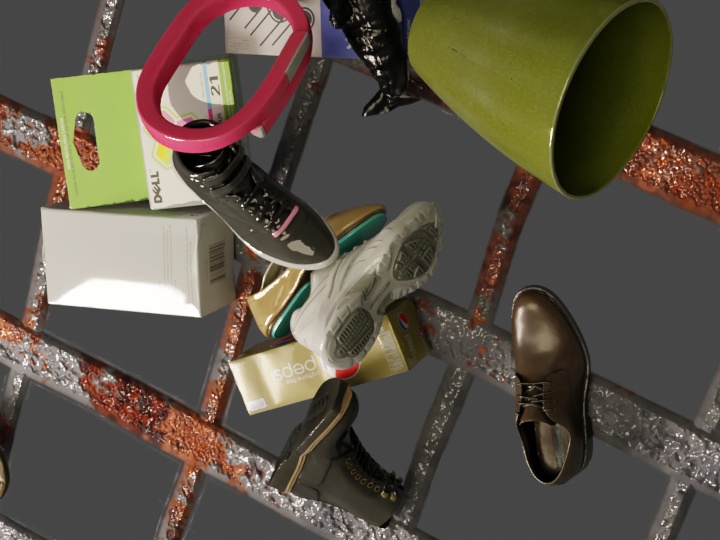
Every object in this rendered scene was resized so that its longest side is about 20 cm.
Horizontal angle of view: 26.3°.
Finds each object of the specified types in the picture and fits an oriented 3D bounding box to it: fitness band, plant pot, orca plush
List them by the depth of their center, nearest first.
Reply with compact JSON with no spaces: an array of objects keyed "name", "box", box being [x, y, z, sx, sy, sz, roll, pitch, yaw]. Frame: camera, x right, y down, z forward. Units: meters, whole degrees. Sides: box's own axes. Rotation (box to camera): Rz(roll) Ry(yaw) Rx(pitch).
[{"name":"plant pot","box":[0.147,-0.189,1.397,0.200,0.187,0.187,29,114,31]},{"name":"orca plush","box":[-0.013,-0.236,1.444,0.105,0.071,0.200,13,124,37]},{"name":"fitness band","box":[-0.129,-0.195,1.470,0.144,0.037,0.200,19,66,23]}]

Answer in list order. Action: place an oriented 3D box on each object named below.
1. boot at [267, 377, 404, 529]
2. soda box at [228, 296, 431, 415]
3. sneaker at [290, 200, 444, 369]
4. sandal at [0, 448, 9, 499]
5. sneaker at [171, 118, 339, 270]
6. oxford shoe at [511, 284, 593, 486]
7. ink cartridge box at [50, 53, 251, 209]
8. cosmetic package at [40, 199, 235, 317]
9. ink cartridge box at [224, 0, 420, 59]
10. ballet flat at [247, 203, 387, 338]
[{"name":"boot","box":[0.000,0.189,1.570,0.138,0.077,0.200,25,148,-5]},{"name":"soda box","box":[-0.032,0.089,1.596,0.200,0.068,0.064,-17,98,28]},{"name":"sneaker","box":[0.000,0.000,1.518,0.099,0.200,0.078,23,154,43]},{"name":"sandal","box":[-0.478,0.198,1.845,0.200,0.055,0.082,36,110,29]},{"name":"sneaker","box":[-0.108,-0.072,1.483,0.200,0.099,0.071,37,82,9]},{"name":"oxford shoe","box":[0.182,0.114,1.496,0.073,0.084,0.200,-9,97,28]},{"name":"ink cartridge box","box":[-0.219,-0.137,1.587,0.200,0.076,0.148,-7,100,3]},{"name":"cosmetic package","box":[-0.241,-0.017,1.662,0.200,0.081,0.113,7,105,25]},{"name":"ink cartridge box","box":[-0.039,-0.260,1.527,0.200,0.044,0.094,5,107,24]},{"name":"ballet flat","box":[-0.053,-0.013,1.586,0.200,0.069,0.063,-48,66,25]}]
